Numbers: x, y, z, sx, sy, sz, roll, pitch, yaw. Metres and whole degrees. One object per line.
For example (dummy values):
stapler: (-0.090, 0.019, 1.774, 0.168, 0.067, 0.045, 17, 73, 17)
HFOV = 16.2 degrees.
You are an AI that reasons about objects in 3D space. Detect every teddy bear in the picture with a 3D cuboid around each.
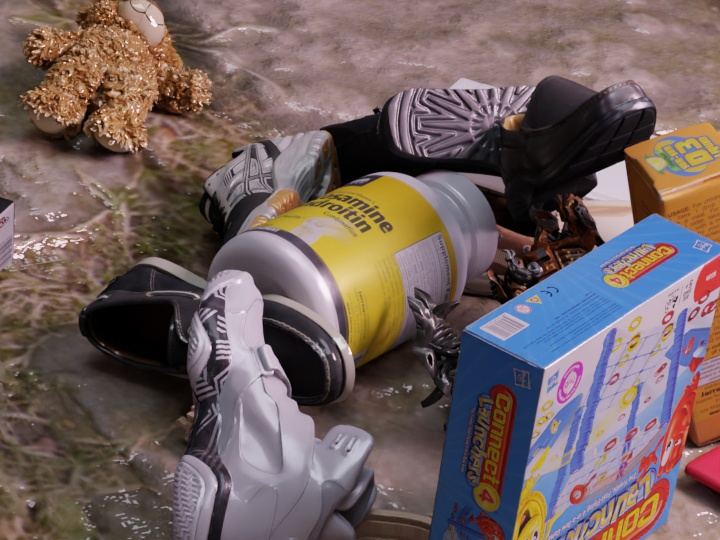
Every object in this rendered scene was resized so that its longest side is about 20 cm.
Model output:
teddy bear: (-0.190, -0.155, 1.945, 0.144, 0.067, 0.200, 22, 33, 19)

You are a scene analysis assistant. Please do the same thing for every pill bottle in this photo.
pill bottle: (0.000, 0.000, 1.674, 0.112, 0.113, 0.199, 27, 35, 31)

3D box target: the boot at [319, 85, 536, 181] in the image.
boot: (0.068, -0.088, 1.821, 0.163, 0.066, 0.200, 10, -9, -13)

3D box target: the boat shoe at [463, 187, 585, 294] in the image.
boat shoe: (0.140, -0.017, 1.778, 0.198, 0.072, 0.076, 7, 30, -1)

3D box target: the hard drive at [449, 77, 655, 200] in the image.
hard drive: (0.144, -0.091, 1.954, 0.199, 0.026, 0.132, 18, 31, 19)

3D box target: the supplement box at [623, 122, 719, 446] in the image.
supplement box: (0.218, 0.010, 1.613, 0.068, 0.201, 0.067, -21, 35, -7)

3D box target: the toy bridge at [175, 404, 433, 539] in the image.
toy bridge: (-0.031, 0.128, 1.531, 0.199, 0.027, 0.067, 22, 33, 25)

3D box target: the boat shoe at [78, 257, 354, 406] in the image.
boat shoe: (-0.090, 0.049, 1.591, 0.199, 0.072, 0.067, 17, 29, 35)

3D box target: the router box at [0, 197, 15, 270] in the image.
router box: (-0.337, -0.002, 1.658, 0.148, 0.051, 0.200, 15, 31, 15)

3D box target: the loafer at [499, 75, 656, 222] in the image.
loafer: (0.130, -0.091, 1.631, 0.072, 0.200, 0.073, -18, 82, -21)

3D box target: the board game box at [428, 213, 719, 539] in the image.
board game box: (0.123, 0.093, 1.458, 0.056, 0.197, 0.200, 26, 35, 29)

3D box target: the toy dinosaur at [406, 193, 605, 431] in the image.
toy dinosaur: (0.107, 0.046, 1.593, 0.135, 0.103, 0.201, -7, 41, 19)

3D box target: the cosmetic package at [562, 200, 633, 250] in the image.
cosmetic package: (0.232, 0.012, 1.711, 0.198, 0.106, 0.071, 1, 40, -14)

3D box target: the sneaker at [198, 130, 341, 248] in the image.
sneaker: (-0.076, -0.032, 1.773, 0.087, 0.076, 0.200, -3, 25, 16)

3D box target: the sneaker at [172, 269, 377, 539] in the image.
sneaker: (-0.046, 0.092, 1.485, 0.114, 0.075, 0.201, 2, 57, 3)

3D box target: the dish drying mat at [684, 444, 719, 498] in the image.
dish drying mat: (0.301, 0.158, 1.568, 0.199, 0.018, 0.077, 28, 33, 33)
